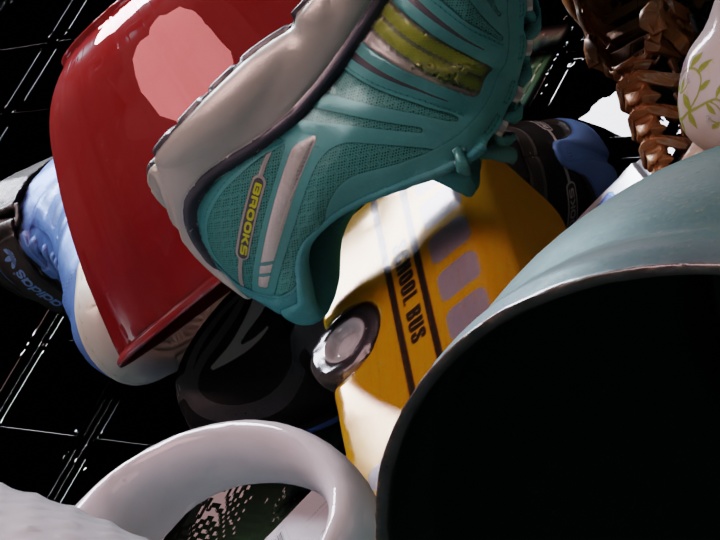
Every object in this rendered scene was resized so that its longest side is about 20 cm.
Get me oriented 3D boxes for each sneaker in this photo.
[{"bbox_3d":[0.024,-0.065,0.770,0.200,0.080,0.077,-44,-7,20],"label":"sneaker"},{"bbox_3d":[-0.119,-0.001,1.101,0.111,0.077,0.200,-30,30,24],"label":"sneaker"},{"bbox_3d":[0.000,0.000,0.911,0.199,0.083,0.071,-33,67,30],"label":"sneaker"}]

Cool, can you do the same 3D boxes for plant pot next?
[{"bbox_3d":[0.121,0.044,0.599,0.200,0.200,0.134,-24,20,40],"label":"plant pot"}]

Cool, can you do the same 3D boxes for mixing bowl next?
[{"bbox_3d":[-0.044,-0.066,0.949,0.200,0.109,0.200,-37,1,0],"label":"mixing bowl"}]

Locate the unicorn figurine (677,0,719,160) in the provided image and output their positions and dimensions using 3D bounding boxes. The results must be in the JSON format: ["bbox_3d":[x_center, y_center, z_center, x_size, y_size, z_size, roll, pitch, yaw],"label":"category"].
[{"bbox_3d":[0.140,-0.096,0.733,0.200,0.074,0.137,-59,25,-10],"label":"unicorn figurine"}]

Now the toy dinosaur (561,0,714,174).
[{"bbox_3d":[0.102,-0.097,0.822,0.102,0.136,0.201,-3,63,49],"label":"toy dinosaur"}]

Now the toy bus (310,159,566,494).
[{"bbox_3d":[0.038,0.047,0.757,0.078,0.065,0.200,-39,30,17],"label":"toy bus"}]

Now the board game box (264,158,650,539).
[{"bbox_3d":[0.052,0.067,0.817,0.200,0.035,0.126,-46,29,10],"label":"board game box"}]

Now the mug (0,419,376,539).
[{"bbox_3d":[-0.074,0.119,0.673,0.175,0.148,0.200,8,50,50],"label":"mug"}]
